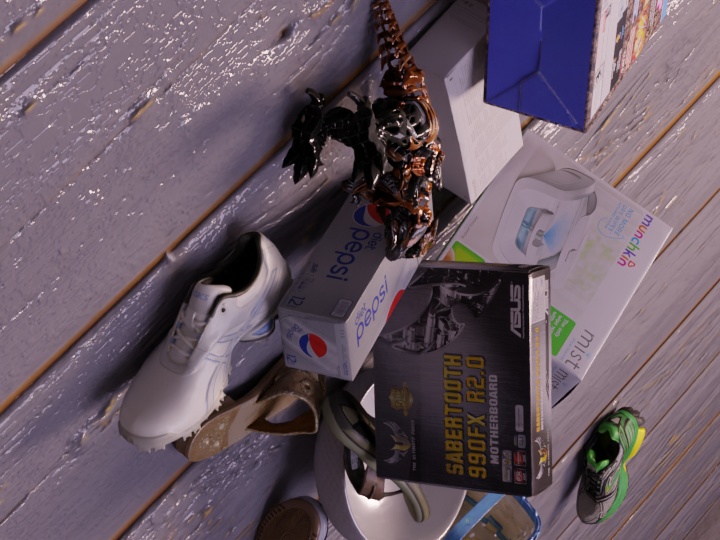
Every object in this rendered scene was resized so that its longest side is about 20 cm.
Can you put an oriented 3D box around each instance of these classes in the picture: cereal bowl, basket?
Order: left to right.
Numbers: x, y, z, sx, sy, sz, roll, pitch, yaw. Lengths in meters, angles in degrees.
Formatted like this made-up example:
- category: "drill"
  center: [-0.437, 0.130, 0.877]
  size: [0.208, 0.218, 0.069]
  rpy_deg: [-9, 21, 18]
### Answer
- category: "cereal bowl"
  center: [0.022, 0.193, 1.607]
  size: [0.200, 0.083, 0.201]
  rpy_deg: [0, 90, -47]
- category: "basket"
  center: [0.147, 0.312, 1.936]
  size: [0.176, 0.139, 0.200]
  rpy_deg: [-38, 160, -28]

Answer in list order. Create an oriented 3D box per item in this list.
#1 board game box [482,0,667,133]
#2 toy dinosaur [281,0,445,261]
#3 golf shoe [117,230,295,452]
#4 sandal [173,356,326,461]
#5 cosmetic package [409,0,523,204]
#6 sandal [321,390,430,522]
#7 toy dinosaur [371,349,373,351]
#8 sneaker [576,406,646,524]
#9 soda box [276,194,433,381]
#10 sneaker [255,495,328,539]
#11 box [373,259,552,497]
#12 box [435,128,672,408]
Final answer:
- category: "board game box"
  center: [0.190, -0.244, 1.316]
  size: [0.200, 0.097, 0.160]
  rpy_deg: [-52, 153, -40]
- category: "toy dinosaur"
  center: [0.017, -0.108, 1.253]
  size: [0.136, 0.200, 0.102]
  rpy_deg: [-12, 172, -46]
- category: "golf shoe"
  center: [-0.131, 0.049, 1.243]
  size: [0.200, 0.078, 0.097]
  rpy_deg: [-52, 150, -25]
- category: "sandal"
  center: [-0.072, 0.132, 1.433]
  size: [0.212, 0.070, 0.078]
  rpy_deg: [-28, 144, -42]
- category: "cosmetic package"
  center: [0.094, -0.150, 1.393]
  size: [0.083, 0.051, 0.200]
  rpy_deg: [-50, 154, -17]
- category: "sandal"
  center: [0.006, 0.181, 1.489]
  size: [0.057, 0.080, 0.201]
  rpy_deg: [-34, 134, 7]
- category: "toy dinosaur"
  center: [0.009, 0.015, 1.463]
  size: [0.088, 0.047, 0.200]
  rpy_deg: [-49, 158, -4]
- category: "sneaker"
  center: [0.364, 0.301, 2.380]
  size: [0.085, 0.078, 0.200]
  rpy_deg: [-13, 124, -44]
- category: "soda box"
  center: [0.000, 0.000, 1.316]
  size: [0.200, 0.063, 0.068]
  rpy_deg: [-58, 152, -45]
- category: "sneaker"
  center: [-0.056, 0.297, 1.656]
  size: [0.108, 0.070, 0.200]
  rpy_deg: [-19, 144, -43]
- category: "box"
  center: [0.090, 0.091, 1.384]
  size: [0.048, 0.158, 0.201]
  rpy_deg: [-14, 105, -59]
- category: "box"
  center: [0.171, 0.000, 1.501]
  size: [0.200, 0.176, 0.097]
  rpy_deg: [-53, 177, -27]
